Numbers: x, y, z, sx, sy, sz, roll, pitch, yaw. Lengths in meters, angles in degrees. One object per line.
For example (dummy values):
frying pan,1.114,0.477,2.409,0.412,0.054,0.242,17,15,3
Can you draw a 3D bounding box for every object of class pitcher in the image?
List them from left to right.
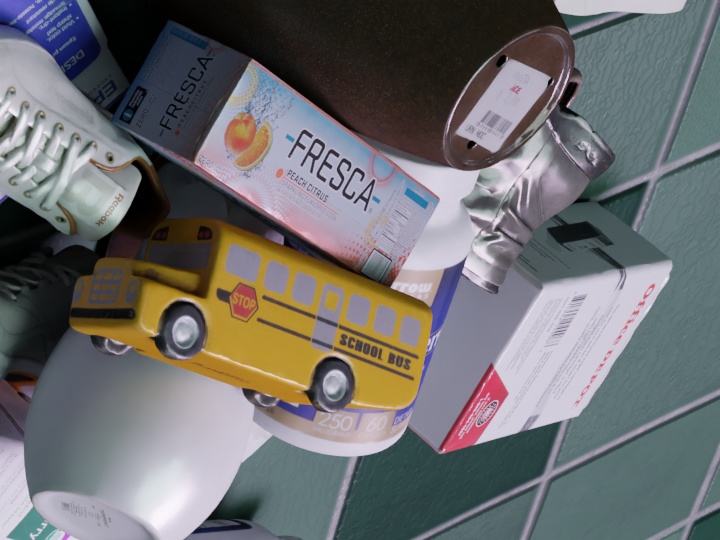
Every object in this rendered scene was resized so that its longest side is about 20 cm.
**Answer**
pitcher,-0.109,0.065,1.639,0.172,0.121,0.200,81,27,-62

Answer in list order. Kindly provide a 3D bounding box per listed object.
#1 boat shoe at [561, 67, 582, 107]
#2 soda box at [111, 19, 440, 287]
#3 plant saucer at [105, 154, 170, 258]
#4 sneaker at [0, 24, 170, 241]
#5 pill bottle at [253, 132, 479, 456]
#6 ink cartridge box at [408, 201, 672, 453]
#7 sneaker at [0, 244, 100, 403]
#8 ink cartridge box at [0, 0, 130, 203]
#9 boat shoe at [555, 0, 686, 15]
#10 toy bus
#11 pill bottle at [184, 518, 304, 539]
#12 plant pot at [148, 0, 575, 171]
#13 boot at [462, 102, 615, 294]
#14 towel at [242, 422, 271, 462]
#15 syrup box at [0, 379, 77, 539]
boat shoe,0.065,-0.061,1.855,0.200,0.059,0.072,-54,151,-2
soda box,-0.041,-0.058,1.545,0.200,0.068,0.064,35,84,-53
plant saucer,-0.067,-0.020,1.760,0.200,0.034,0.201,-28,139,-27
sneaker,-0.157,-0.065,1.472,0.073,0.085,0.200,-50,151,9
pill bottle,0.000,0.000,1.723,0.116,0.116,0.200,-13,130,-45
ink cartridge box,0.112,0.036,2.012,0.200,0.084,0.145,-8,133,-57
sneaker,-0.192,0.016,1.636,0.092,0.076,0.200,-54,159,-2
ink cartridge box,-0.226,-0.092,1.474,0.198,0.047,0.200,-42,153,-11
boat shoe,0.142,-0.201,1.808,0.201,0.070,0.072,-7,115,-49
toy bus,-0.056,0.026,1.538,0.200,0.065,0.079,22,77,-40
pill bottle,-0.108,0.225,1.949,0.200,0.111,0.111,2,126,-53
plant pot,0.015,-0.148,1.559,0.187,0.200,0.187,-33,149,-23
boot,0.061,-0.077,1.774,0.131,0.068,0.200,-47,124,-3
towel,-0.050,0.039,1.888,0.200,0.024,0.147,-44,149,-8
syrup box,-0.219,0.114,1.697,0.079,0.081,0.200,-49,150,7
